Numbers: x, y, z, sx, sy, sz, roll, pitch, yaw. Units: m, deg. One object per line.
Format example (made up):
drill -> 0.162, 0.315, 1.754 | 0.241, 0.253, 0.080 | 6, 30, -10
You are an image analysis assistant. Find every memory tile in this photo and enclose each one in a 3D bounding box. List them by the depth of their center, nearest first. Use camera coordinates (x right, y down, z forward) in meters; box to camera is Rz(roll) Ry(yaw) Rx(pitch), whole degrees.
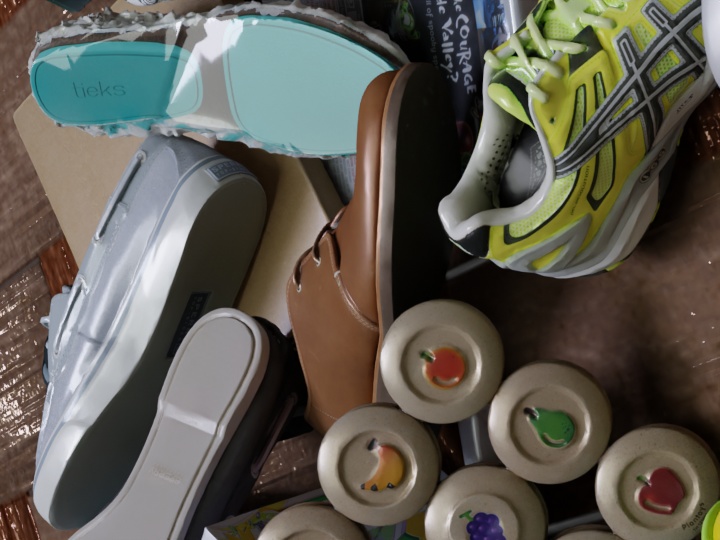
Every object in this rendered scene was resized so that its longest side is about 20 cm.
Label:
memory tile -> 0.038, 0.124, 0.782 | 0.153, 0.017, 0.201 | 31, 101, 1

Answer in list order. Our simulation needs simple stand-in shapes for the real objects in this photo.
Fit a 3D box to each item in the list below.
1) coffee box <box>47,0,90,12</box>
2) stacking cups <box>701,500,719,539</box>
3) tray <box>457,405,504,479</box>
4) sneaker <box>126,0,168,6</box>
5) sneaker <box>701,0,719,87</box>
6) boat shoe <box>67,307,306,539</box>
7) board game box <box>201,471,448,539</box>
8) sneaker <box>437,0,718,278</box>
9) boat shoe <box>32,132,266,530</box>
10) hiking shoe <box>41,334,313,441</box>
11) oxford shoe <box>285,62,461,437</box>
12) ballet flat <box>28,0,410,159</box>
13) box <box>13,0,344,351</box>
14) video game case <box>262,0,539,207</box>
coffee box -> -0.153, -0.231, 0.881 | 0.044, 0.122, 0.201 | -28, 44, 53
stacking cups -> 0.142, 0.148, 0.755 | 0.061, 0.060, 0.201 | 49, 140, 31
tray -> 0.069, 0.145, 0.846 | 0.107, 0.022, 0.201 | -98, -2, -83
sneaker -> -0.034, -0.164, 0.792 | 0.201, 0.107, 0.068 | -27, 80, 53
sneaker -> 0.161, -0.148, 0.614 | 0.112, 0.073, 0.201 | 9, 117, 48
boat shoe -> -0.083, 0.114, 0.869 | 0.067, 0.057, 0.201 | 24, 83, 39
board game box -> -0.034, 0.188, 0.902 | 0.034, 0.134, 0.201 | 40, 127, 33
sneaker -> 0.091, -0.082, 0.711 | 0.075, 0.076, 0.201 | 40, 123, 40
boat shoe -> -0.112, 0.027, 0.922 | 0.071, 0.070, 0.202 | 37, 109, 33
hiking shoe -> -0.097, 0.037, 1.031 | 0.199, 0.074, 0.087 | 6, 100, 42
oxford shoe -> 0.000, 0.000, 0.825 | 0.071, 0.071, 0.201 | 19, 125, 21
ballet flat -> -0.056, -0.094, 0.870 | 0.199, 0.072, 0.072 | 7, 111, 22
box -> -0.087, -0.039, 0.950 | 0.163, 0.021, 0.201 | -39, 68, 35
video game case -> 0.014, -0.127, 0.853 | 0.181, 0.023, 0.201 | 4, 104, 53
